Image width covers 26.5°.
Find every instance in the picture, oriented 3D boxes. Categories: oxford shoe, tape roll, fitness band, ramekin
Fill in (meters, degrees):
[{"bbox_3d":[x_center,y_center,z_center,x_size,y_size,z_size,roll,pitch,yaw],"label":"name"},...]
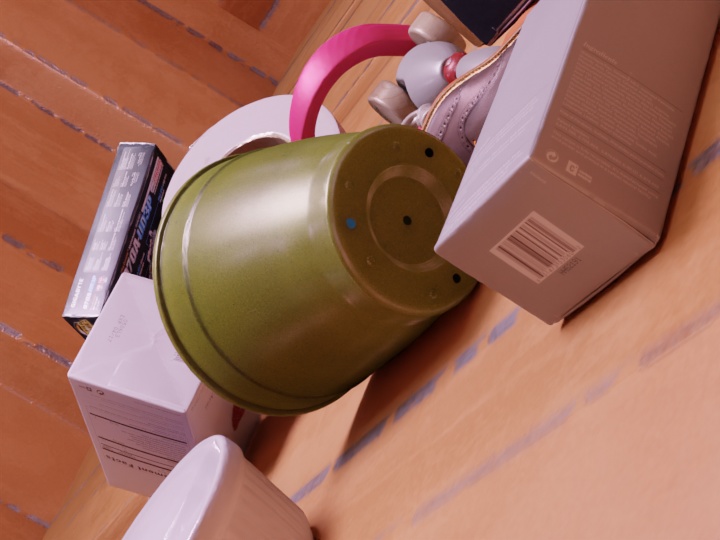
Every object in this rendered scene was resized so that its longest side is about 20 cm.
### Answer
[{"bbox_3d":[0.094,-0.105,1.074,0.200,0.071,0.073,-53,16,31],"label":"oxford shoe"},{"bbox_3d":[-0.097,-0.077,1.446,0.202,0.037,0.204,-19,48,22],"label":"tape roll"},{"bbox_3d":[0.017,-0.148,1.348,0.199,0.037,0.144,-6,-52,-44],"label":"fitness band"},{"bbox_3d":[-0.114,0.222,1.059,0.203,0.094,0.203,-52,12,16],"label":"ramekin"}]

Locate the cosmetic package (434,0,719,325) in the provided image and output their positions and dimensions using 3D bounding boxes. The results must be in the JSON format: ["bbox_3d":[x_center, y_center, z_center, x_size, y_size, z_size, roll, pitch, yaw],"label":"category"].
[{"bbox_3d":[0.122,-0.085,0.830,0.107,0.090,0.201,-46,14,54],"label":"cosmetic package"}]

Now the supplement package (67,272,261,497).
[{"bbox_3d":[-0.175,0.119,1.417,0.201,0.119,0.122,85,-156,-54],"label":"supplement package"}]

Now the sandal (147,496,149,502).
[{"bbox_3d":[-0.192,0.189,1.645,0.070,0.077,0.213,-41,25,45],"label":"sandal"}]

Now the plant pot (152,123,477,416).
[{"bbox_3d":[-0.014,-0.013,1.071,0.193,0.200,0.201,-23,36,54],"label":"plant pot"}]

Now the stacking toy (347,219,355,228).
[{"bbox_3d":[-0.077,0.019,1.276,0.110,0.115,0.201,-62,-6,-46],"label":"stacking toy"}]

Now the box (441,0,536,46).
[{"bbox_3d":[0.141,-0.281,1.098,0.200,0.104,0.148,-44,-1,-33],"label":"box"}]

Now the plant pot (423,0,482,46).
[{"bbox_3d":[0.079,-0.349,1.485,0.187,0.199,0.187,-57,11,17],"label":"plant pot"}]

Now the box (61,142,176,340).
[{"bbox_3d":[-0.217,-0.002,1.543,0.159,0.046,0.201,56,-139,-54],"label":"box"}]

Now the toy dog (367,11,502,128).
[{"bbox_3d":[0.087,-0.140,1.231,0.132,0.096,0.200,-49,25,14],"label":"toy dog"}]
